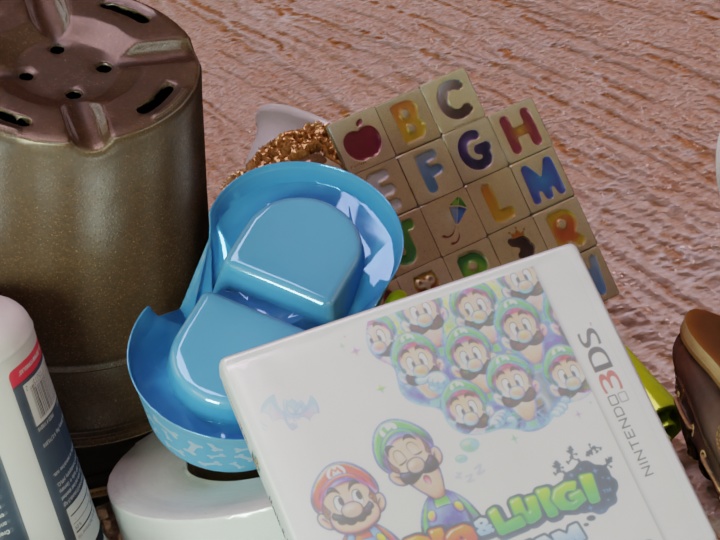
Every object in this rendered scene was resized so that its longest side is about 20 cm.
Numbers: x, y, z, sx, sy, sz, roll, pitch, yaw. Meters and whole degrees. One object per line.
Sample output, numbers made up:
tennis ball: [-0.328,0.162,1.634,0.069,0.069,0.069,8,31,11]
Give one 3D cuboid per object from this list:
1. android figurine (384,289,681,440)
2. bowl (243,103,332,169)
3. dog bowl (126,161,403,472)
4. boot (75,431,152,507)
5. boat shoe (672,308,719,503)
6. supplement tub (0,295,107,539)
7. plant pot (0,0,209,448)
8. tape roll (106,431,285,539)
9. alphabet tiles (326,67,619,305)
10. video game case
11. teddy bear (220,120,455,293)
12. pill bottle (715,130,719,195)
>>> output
android figurine: [0.084,0.069,1.478,0.182,0.041,0.200,-1,33,-33]
bowl: [-0.007,-0.016,1.798,0.091,0.201,0.201,-56,29,-11]
dog bowl: [-0.051,0.028,1.509,0.111,0.050,0.200,22,54,12]
boot: [-0.149,0.083,1.632,0.200,0.138,0.078,-25,61,4]
boat shoe: [0.197,0.080,1.443,0.070,0.071,0.200,20,16,-8]
supplement tub: [-0.215,0.125,1.468,0.140,0.201,0.140,-15,17,5]
plant pot: [-0.169,-0.039,1.554,0.199,0.199,0.201,3,40,-2]
tape roll: [-0.038,0.123,1.529,0.202,0.071,0.203,-15,18,5]
alphabet tiles: [0.062,-0.015,1.658,0.166,0.201,0.006,-24,-2,-22]
video game case: [0.052,0.093,1.375,0.199,0.182,0.024,-18,-26,-12]
teddy bear: [0.000,0.000,1.673,0.145,0.201,0.067,-16,-6,4]
pill bottle: [0.330,-0.069,1.712,0.200,0.110,0.110,-2,22,39]
